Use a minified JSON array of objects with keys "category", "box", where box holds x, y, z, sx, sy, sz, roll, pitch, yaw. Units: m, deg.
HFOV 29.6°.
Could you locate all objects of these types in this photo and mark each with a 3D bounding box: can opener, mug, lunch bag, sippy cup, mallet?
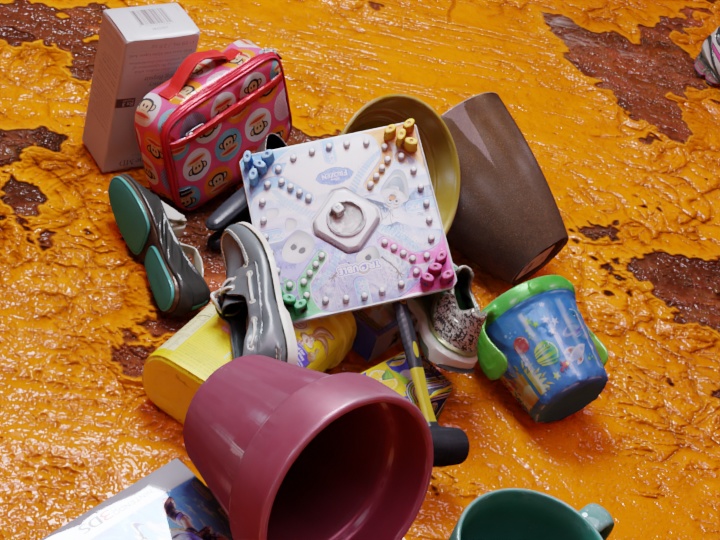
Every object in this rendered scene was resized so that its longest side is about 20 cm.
[{"category":"can opener","box":[-0.119,-0.090,1.667,0.078,0.064,0.200,17,35,36]},{"category":"mug","box":[0.162,0.300,1.291,0.185,0.115,0.152,5,41,-17]},{"category":"lunch bag","box":[-0.177,-0.188,1.645,0.082,0.176,0.200,31,56,32]},{"category":"sippy cup","box":[0.208,0.096,1.541,0.177,0.140,0.130,-21,62,-15]},{"category":"mallet","box":[0.052,0.110,1.415,0.066,0.041,0.200,-5,69,-40]}]

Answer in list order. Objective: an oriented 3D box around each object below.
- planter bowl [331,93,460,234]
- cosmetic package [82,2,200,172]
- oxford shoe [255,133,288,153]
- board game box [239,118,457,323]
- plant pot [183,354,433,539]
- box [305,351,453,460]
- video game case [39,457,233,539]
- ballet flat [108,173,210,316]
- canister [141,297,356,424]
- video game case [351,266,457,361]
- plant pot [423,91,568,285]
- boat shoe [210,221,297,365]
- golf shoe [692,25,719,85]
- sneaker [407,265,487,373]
[{"category":"planter bowl","box":[0.018,-0.104,1.596,0.200,0.201,0.083,-21,16,-38]},{"category":"cosmetic package","box":[-0.268,-0.220,1.653,0.101,0.200,0.074,-13,49,-31]},{"category":"oxford shoe","box":[-0.075,-0.078,1.572,0.071,0.073,0.200,-12,48,-33]},{"category":"board game box","box":[-0.015,-0.056,1.458,0.199,0.026,0.200,-12,70,-4]},{"category":"plant pot","box":[-0.063,0.170,1.258,0.200,0.200,0.179,-18,31,-36]},{"category":"box","box":[0.002,0.156,1.435,0.200,0.064,0.070,-24,55,-39]},{"category":"video game case","box":[-0.172,0.284,1.235,0.200,0.046,0.181,39,45,23]},{"category":"ballet flat","box":[-0.227,-0.028,1.563,0.068,0.068,0.200,-3,54,-38]},{"category":"canister","box":[-0.118,0.089,1.449,0.148,0.087,0.200,31,43,15]},{"category":"video game case","box":[0.000,0.000,1.614,0.200,0.046,0.181,39,42,23]},{"category":"plant pot","box":[0.161,-0.086,1.707,0.187,0.187,0.200,-25,71,-40]},{"category":"boat shoe","box":[-0.119,0.027,1.398,0.062,0.073,0.200,-2,50,-25]},{"category":"golf shoe","box":[0.621,-0.312,2.189,0.072,0.092,0.200,-16,52,-36]},{"category":"sneaker","box":[0.098,0.023,1.500,0.077,0.089,0.200,15,31,-29]}]
